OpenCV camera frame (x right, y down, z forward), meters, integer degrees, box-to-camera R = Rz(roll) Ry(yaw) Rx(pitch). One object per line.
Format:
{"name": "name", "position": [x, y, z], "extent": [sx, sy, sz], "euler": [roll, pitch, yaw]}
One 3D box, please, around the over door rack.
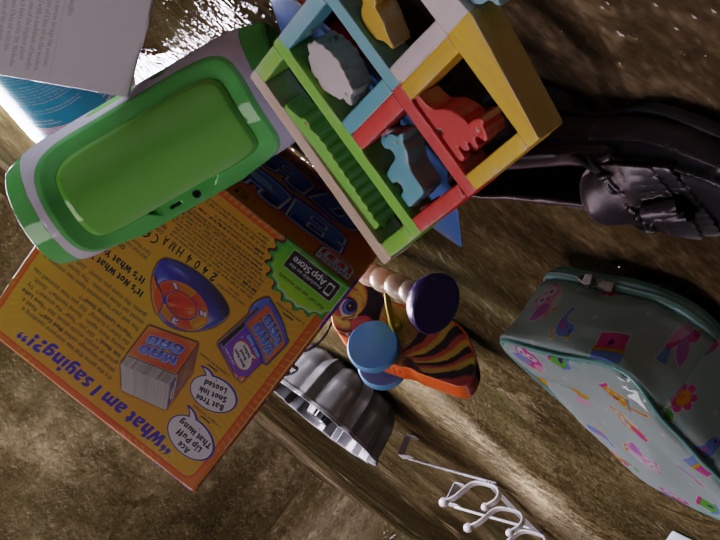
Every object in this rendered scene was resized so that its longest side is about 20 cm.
{"name": "over door rack", "position": [0.143, 0.314, 2.030], "extent": [0.200, 0.067, 0.148], "euler": [25, 161, 50]}

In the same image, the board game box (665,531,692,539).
{"name": "board game box", "position": [0.377, 0.337, 1.412], "extent": [0.148, 0.064, 0.200], "euler": [44, 169, -28]}

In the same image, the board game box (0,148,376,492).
{"name": "board game box", "position": [-0.124, 0.004, 1.157], "extent": [0.200, 0.200, 0.200], "euler": [38, -164, 0]}

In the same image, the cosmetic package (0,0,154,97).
{"name": "cosmetic package", "position": [-0.230, -0.182, 0.928], "extent": [0.199, 0.071, 0.102], "euler": [9, 132, -17]}

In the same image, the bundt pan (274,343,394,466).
{"name": "bundt pan", "position": [-0.036, 0.165, 1.980], "extent": [0.202, 0.076, 0.202], "euler": [36, 168, 9]}

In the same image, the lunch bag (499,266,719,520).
{"name": "lunch bag", "position": [0.189, 0.078, 0.958], "extent": [0.200, 0.077, 0.160], "euler": [44, 169, -25]}

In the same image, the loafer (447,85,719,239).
{"name": "loafer", "position": [0.119, -0.043, 0.736], "extent": [0.200, 0.063, 0.072], "euler": [23, 160, 52]}

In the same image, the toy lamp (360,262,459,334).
{"name": "toy lamp", "position": [0.000, 0.000, 1.288], "extent": [0.200, 0.058, 0.058], "euler": [27, 164, 46]}

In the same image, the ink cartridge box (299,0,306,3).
{"name": "ink cartridge box", "position": [-0.120, -0.220, 0.828], "extent": [0.200, 0.047, 0.160], "euler": [38, 168, 12]}

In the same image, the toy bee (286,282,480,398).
{"name": "toy bee", "position": [0.015, 0.047, 1.366], "extent": [0.199, 0.109, 0.131], "euler": [14, 161, -5]}

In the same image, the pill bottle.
{"name": "pill bottle", "position": [-0.271, -0.190, 1.249], "extent": [0.111, 0.111, 0.200], "euler": [32, 167, 27]}

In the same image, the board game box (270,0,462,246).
{"name": "board game box", "position": [0.017, -0.101, 0.890], "extent": [0.158, 0.039, 0.200], "euler": [47, 172, 17]}

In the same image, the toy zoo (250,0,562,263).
{"name": "toy zoo", "position": [0.022, -0.093, 0.755], "extent": [0.131, 0.020, 0.200], "euler": [54, 148, 2]}

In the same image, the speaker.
{"name": "speaker", "position": [-0.130, -0.082, 0.992], "extent": [0.089, 0.199, 0.089], "euler": [58, -169, -18]}
